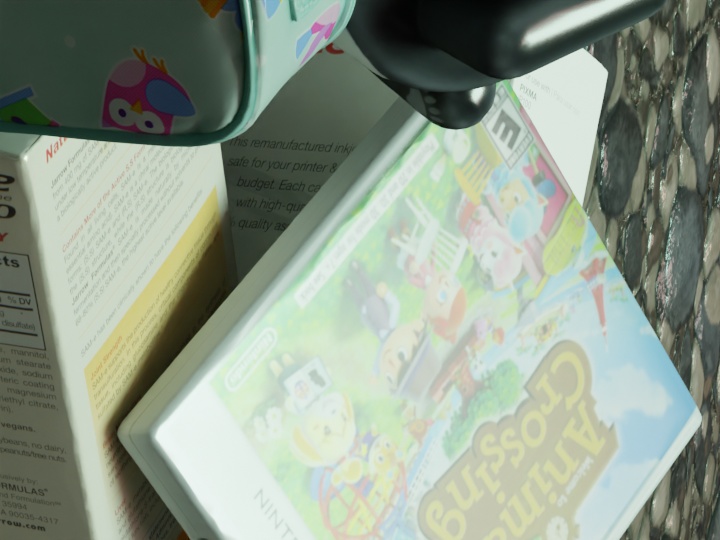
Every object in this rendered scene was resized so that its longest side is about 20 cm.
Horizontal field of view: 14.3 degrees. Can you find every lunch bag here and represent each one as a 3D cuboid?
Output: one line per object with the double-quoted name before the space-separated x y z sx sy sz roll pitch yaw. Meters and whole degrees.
"lunch bag" -0.082 -0.131 0.783 0.077 0.160 0.201 -54 141 -50

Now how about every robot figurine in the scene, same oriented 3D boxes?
"robot figurine" 0.011 -0.132 0.879 0.124 0.200 0.151 16 105 -43

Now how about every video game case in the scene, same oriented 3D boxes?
"video game case" 0.026 0.053 0.986 0.200 0.022 0.182 -50 122 -31

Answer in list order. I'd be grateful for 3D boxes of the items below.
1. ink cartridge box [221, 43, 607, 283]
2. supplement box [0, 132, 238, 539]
"ink cartridge box" 0.000 0.000 1.084 0.083 0.146 0.201 30 69 -56
"supplement box" -0.098 0.006 0.935 0.126 0.073 0.201 -58 150 -49
